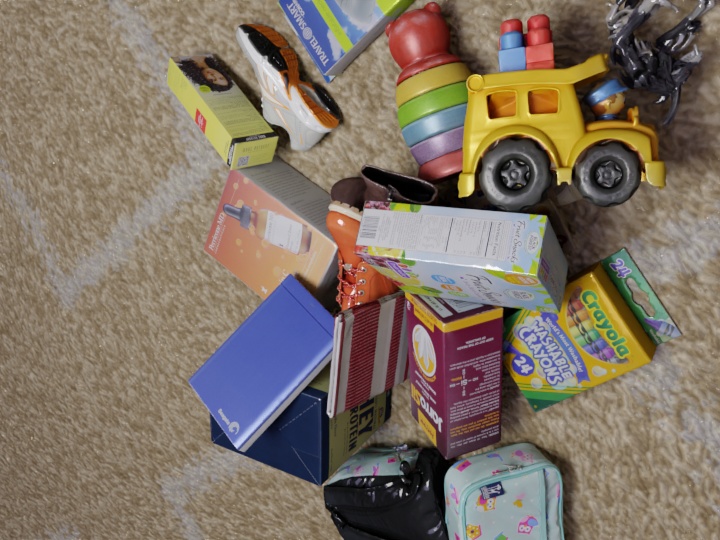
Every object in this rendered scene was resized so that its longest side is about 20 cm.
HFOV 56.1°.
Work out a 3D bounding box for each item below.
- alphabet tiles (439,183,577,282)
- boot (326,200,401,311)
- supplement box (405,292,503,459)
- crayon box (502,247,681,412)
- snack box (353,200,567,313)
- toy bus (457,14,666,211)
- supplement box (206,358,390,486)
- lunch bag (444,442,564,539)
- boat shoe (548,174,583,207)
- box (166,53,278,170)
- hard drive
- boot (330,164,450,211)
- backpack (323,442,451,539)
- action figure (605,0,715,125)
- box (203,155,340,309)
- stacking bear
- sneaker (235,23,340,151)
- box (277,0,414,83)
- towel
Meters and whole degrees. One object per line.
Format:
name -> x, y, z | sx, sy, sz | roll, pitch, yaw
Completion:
alphabet tiles -> 0.170, -0.040, 0.851 | 0.199, 0.008, 0.168 | -27, 91, 51
boot -> 0.000, 0.000, 0.882 | 0.075, 0.108, 0.200 | 18, 154, 42
supplement box -> 0.121, 0.124, 0.881 | 0.110, 0.085, 0.202 | -136, 37, -59
crayon box -> 0.268, 0.078, 0.836 | 0.199, 0.051, 0.126 | -36, 86, 35
snack box -> 0.117, -0.012, 0.751 | 0.198, 0.168, 0.068 | 6, 77, 26
toy bus -> 0.199, -0.160, 0.682 | 0.198, 0.136, 0.194 | 0, 98, 16
supplement box -> -0.084, 0.178, 0.997 | 0.198, 0.199, 0.136 | 12, 113, 28
lunch bag -> 0.199, 0.338, 0.913 | 0.159, 0.077, 0.202 | -10, 107, -11
boat shoe -> 0.204, -0.168, 0.779 | 0.064, 0.071, 0.202 | -19, 97, 34
box -> -0.203, -0.233, 0.977 | 0.200, 0.075, 0.050 | 51, 139, 23
hard drive -> -0.121, 0.116, 0.888 | 0.200, 0.025, 0.132 | -46, 56, -3
boot -> 0.027, -0.099, 0.850 | 0.199, 0.166, 0.073 | 24, 81, 23
backpack -> 0.047, 0.342, 1.017 | 0.198, 0.126, 0.169 | -10, 99, 31
action figure -> 0.289, -0.251, 0.674 | 0.102, 0.118, 0.201 | -31, 83, 40
box -> -0.109, -0.046, 0.994 | 0.199, 0.106, 0.153 | 36, 122, 16
stacking bear -> 0.092, -0.214, 0.816 | 0.121, 0.113, 0.202 | -17, 93, 34
sneaker -> -0.121, -0.254, 0.954 | 0.201, 0.076, 0.092 | 54, 129, 6
box -> -0.019, -0.349, 0.871 | 0.199, 0.048, 0.123 | -35, 86, 34
towel -> 0.031, 0.099, 0.902 | 0.023, 0.199, 0.145 | 22, 117, 38
